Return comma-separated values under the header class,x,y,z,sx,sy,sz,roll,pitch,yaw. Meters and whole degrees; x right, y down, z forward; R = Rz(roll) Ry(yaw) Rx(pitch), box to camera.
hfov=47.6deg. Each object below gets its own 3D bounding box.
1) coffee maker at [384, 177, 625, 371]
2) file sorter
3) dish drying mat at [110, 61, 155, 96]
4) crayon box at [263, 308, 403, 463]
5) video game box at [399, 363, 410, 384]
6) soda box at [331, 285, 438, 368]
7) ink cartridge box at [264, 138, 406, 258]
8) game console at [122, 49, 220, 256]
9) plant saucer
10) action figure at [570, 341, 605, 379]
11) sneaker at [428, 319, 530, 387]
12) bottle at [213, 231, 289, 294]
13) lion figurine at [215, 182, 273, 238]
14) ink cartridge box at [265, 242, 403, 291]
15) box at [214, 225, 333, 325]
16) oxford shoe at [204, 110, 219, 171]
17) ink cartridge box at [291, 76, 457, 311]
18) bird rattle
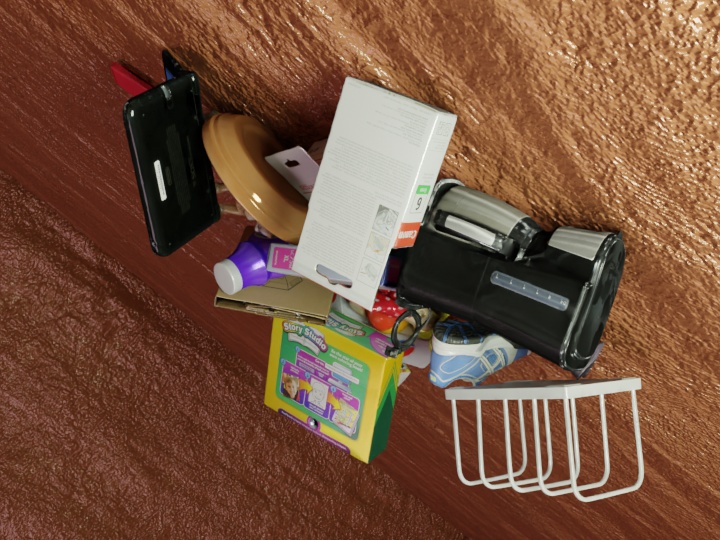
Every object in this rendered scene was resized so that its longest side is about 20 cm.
class,x,y,z,sx,sy,sz,roll,pitch,yaw
coffee maker,0.148,0.026,0.833,0.198,0.134,0.196,24,117,31
file sorter,0.220,0.198,0.985,0.136,0.128,0.198,1,172,-36
dish drying mat,-0.282,-0.239,1.216,0.198,0.018,0.077,34,164,1
crayon box,-0.042,0.151,1.173,0.197,0.058,0.176,24,117,28
video game box,-0.031,0.105,1.330,0.180,0.047,0.202,-1,-130,-50
soda box,0.034,0.085,1.253,0.197,0.069,0.064,19,133,-29
ink cartridge box,-0.009,-0.099,0.986,0.199,0.068,0.115,42,161,-23
game console,-0.251,-0.151,1.034,0.114,0.176,0.204,15,127,28
plant saucer,-0.115,-0.122,1.025,0.200,0.037,0.201,45,-160,-21
action figure,0.205,0.059,1.017,0.198,0.070,0.130,34,171,17
sneaker,0.159,0.110,1.098,0.197,0.079,0.075,2,-160,-41
bottle,-0.116,-0.031,1.151,0.083,0.198,0.067,16,127,43
lion figurine,-0.138,-0.108,1.165,0.119,0.201,0.074,-1,111,9
ink cartridge box,0.000,0.000,0.974,0.197,0.043,0.119,10,179,32
box,-0.112,0.002,1.193,0.160,0.201,0.022,10,124,2
oxford shoe,-0.172,-0.154,1.081,0.200,0.057,0.076,50,166,40
ink cartridge box,0.010,-0.075,0.808,0.108,0.204,0.050,26,-163,25
bird rattle,0.049,0.061,1.120,0.198,0.115,0.161,22,165,-36
